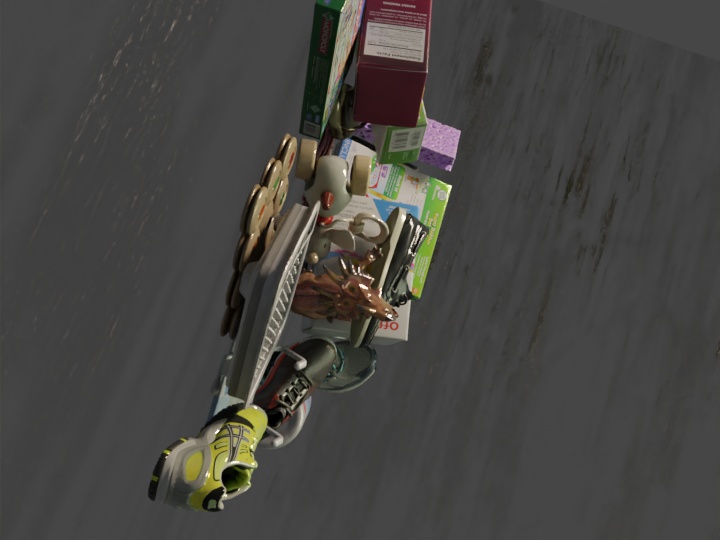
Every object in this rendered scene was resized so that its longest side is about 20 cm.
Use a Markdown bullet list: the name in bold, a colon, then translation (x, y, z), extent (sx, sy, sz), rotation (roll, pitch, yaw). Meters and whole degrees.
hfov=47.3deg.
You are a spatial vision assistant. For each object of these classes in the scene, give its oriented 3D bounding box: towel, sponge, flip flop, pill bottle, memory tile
- **towel**: translation (-0.074, -0.115, 1.215), extent (0.200, 0.023, 0.144), rotation (110, -2, -46)
- **sponge**: translation (0.061, -0.227, 1.319), extent (0.112, 0.200, 0.030), rotation (-68, 179, -55)
- **flip flop**: translation (-0.012, -0.221, 1.113), extent (0.200, 0.057, 0.081), rotation (-26, 118, -84)
- **pill bottle**: translation (-0.138, 0.221, 1.363), extent (0.200, 0.109, 0.109), rotation (-61, 169, -88)
- **memory tile**: translation (-0.109, -0.034, 0.885), extent (0.153, 0.017, 0.200), rotation (-70, 178, -50)

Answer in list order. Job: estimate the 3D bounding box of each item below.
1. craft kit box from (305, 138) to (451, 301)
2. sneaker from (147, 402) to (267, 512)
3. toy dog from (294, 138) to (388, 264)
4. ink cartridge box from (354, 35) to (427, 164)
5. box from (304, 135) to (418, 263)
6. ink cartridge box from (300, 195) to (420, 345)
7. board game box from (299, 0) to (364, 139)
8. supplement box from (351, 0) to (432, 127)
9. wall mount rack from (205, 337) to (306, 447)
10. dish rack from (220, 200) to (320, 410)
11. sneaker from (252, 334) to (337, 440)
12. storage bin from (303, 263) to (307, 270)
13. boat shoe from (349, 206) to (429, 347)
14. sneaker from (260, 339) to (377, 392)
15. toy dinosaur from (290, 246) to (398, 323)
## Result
- **craft kit box**: translation (0.027, -0.079, 1.284), extent (0.049, 0.197, 0.200), rotation (-30, -140, 68)
- **sneaker**: translation (-0.140, 0.200, 0.858), extent (0.200, 0.076, 0.075), rotation (-34, 143, -67)
- **toy dog**: translation (-0.043, -0.067, 1.029), extent (0.200, 0.132, 0.096), rotation (75, 19, -47)
- **ink cartridge box**: translation (0.040, -0.262, 1.155), extent (0.104, 0.059, 0.200), rotation (103, -23, -67)
- **box**: translation (-0.007, -0.095, 1.361), extent (0.115, 0.132, 0.200), rotation (-26, -138, 65)
- **ink cartridge box**: translation (0.000, 0.000, 1.186), extent (0.085, 0.144, 0.200), rotation (156, -58, -74)
- **board game box**: translation (-0.026, -0.258, 0.905), extent (0.200, 0.029, 0.135), rotation (107, 3, -60)
- **supplement box**: translation (0.041, -0.295, 1.036), extent (0.110, 0.086, 0.200), rotation (99, -4, -63)
- **wall mount rack**: translation (-0.149, 0.162, 0.983), extent (0.174, 0.075, 0.200), rotation (-6, 119, -53)
- **dish rack**: translation (-0.100, 0.032, 0.882), extent (0.172, 0.043, 0.200), rotation (-71, 180, -53)
- **sneaker**: translation (-0.101, 0.174, 1.123), extent (0.200, 0.077, 0.082), rotation (-44, -155, -8)
- **storage bin**: translation (-0.046, -0.068, 1.519), extent (0.135, 0.094, 0.200), rotation (102, 6, -83)
- **boat shoe**: translation (0.043, 0.017, 1.113), extent (0.074, 0.066, 0.200), rotation (-25, -135, 67)
- **sneaker**: translation (-0.075, 0.143, 1.204), extent (0.086, 0.200, 0.078), rotation (41, 42, -76)
- **toy dinosaur**: translation (-0.045, 0.030, 1.008), extent (0.136, 0.200, 0.086), rotation (-19, 97, -68)
